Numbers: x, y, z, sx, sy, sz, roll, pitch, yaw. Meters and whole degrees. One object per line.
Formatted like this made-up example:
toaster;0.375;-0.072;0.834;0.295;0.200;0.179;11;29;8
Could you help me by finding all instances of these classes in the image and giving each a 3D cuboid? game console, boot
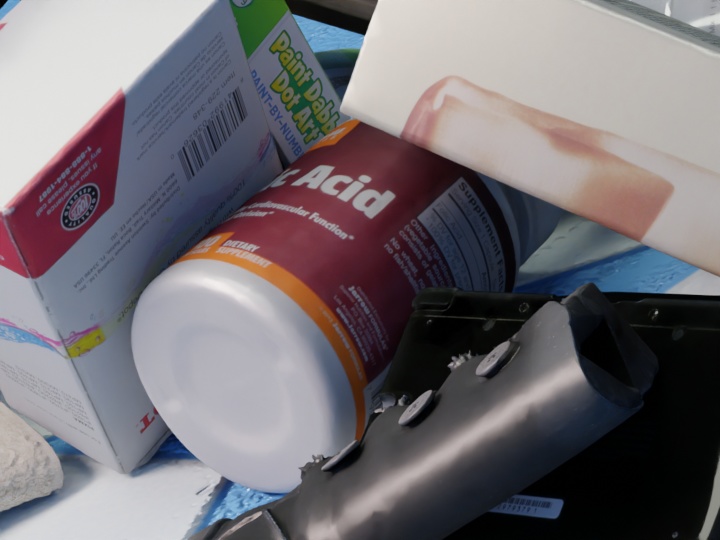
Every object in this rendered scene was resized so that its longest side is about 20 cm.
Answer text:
game console;0.116;0.063;1.190;0.200;0.116;0.176;1;61;45
boot;0.015;0.095;1.081;0.200;0.066;0.165;-31;18;17

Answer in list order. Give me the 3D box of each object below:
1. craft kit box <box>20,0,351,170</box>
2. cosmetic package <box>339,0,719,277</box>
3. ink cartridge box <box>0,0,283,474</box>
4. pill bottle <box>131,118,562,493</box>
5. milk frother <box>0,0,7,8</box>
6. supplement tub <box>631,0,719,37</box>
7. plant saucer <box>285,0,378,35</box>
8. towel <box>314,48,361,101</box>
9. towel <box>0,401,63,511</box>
craft kit box;-0.093;-0.114;1.407;0.197;0.200;0.049;24;65;42
cosmetic package;0.107;-0.066;1.218;0.200;0.087;0.103;25;12;24
ink cartridge box;-0.112;-0.028;1.311;0.086;0.200;0.148;28;63;28
pill bottle;0.000;0.000;1.310;0.114;0.114;0.200;-1;30;41
milk frother;-0.281;-0.087;1.469;0.200;0.181;0.188;14;30;9
supplement tub;0.230;-0.089;1.284;0.200;0.132;0.132;-8;25;27
plant saucer;-0.019;-0.141;1.464;0.200;0.030;0.200;17;1;0
towel;0.062;-0.092;1.503;0.149;0.031;0.200;-2;15;-21
towel;-0.243;0.081;1.390;0.132;0.035;0.200;-21;32;-27
